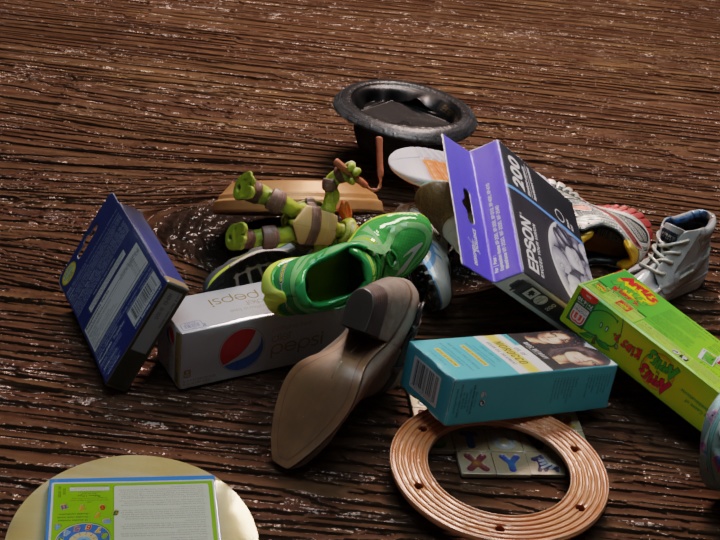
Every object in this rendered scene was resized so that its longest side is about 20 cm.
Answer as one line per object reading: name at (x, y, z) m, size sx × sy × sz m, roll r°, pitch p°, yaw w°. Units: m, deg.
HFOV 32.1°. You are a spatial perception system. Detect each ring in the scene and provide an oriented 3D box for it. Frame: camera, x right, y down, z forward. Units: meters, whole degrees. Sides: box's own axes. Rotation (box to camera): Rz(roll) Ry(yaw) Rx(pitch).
ring at (0.123, 0.182, 1.122) m, size 0.198 × 0.019 × 0.201 m, roll 5°, pitch 29°, yaw -3°

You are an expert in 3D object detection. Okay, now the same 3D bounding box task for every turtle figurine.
turtle figurine at (-0.058, -0.059, 1.319) m, size 0.160 × 0.202 × 0.064 m, roll 11°, pitch 13°, yaw -32°

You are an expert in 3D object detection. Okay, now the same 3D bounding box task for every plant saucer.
plant saucer at (-0.072, -0.083, 1.451) m, size 0.198 × 0.038 × 0.200 m, roll 0°, pitch 0°, yaw 0°

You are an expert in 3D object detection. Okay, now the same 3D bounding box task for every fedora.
fedora at (0.056, -0.183, 1.684) m, size 0.198 × 0.092 × 0.201 m, roll 4°, pitch 29°, yaw -3°

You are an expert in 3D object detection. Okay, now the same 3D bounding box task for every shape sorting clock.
shape sorting clock at (-0.179, 0.219, 0.989) m, size 0.198 × 0.040 × 0.201 m, roll 6°, pitch 30°, yaw -3°

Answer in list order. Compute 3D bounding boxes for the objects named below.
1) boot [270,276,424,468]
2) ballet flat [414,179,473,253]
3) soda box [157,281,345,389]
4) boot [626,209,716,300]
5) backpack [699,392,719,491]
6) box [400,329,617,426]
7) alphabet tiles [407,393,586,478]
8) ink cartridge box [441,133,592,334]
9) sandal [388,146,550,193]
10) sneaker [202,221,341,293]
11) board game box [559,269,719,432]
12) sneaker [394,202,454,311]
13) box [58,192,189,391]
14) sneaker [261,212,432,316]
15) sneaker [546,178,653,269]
boot at (-0.002, 0.098, 1.178) m, size 0.070 × 0.201 × 0.146 m, roll 30°, pitch 1°, yaw 22°
ballet flat at (0.143, -0.030, 1.402) m, size 0.199 × 0.068 × 0.073 m, roll 33°, pitch 35°, yaw -30°
soda box at (-0.102, 0.057, 1.259) m, size 0.198 × 0.069 × 0.064 m, roll -11°, pitch 34°, yaw -28°
boot at (0.338, -0.011, 1.431) m, size 0.073 × 0.096 × 0.199 m, roll 27°, pitch 36°, yaw 33°
backpack at (0.402, 0.149, 1.128) m, size 0.199 × 0.168 × 0.126 m, roll -23°, pitch 21°, yaw -36°
box at (0.144, 0.100, 1.200) m, size 0.198 × 0.050 × 0.082 m, roll -2°, pitch 25°, yaw -32°
alphabet tiles at (0.131, 0.137, 1.225) m, size 0.165 × 0.006 × 0.201 m, roll 2°, pitch 30°, yaw -7°
ink cartridge box at (0.175, -0.043, 1.352) m, size 0.199 × 0.043 × 0.199 m, roll 31°, pitch 37°, yaw -34°
sandal at (0.129, -0.092, 1.486) m, size 0.205 × 0.060 × 0.079 m, roll 10°, pitch 35°, yaw -12°
sneaker at (-0.102, -0.004, 1.382) m, size 0.080 × 0.075 × 0.199 m, roll 6°, pitch 23°, yaw 43°
board game box at (0.309, 0.082, 1.256) m, size 0.200 × 0.048 × 0.101 m, roll 41°, pitch 31°, yaw 27°
sneaker at (0.083, -0.024, 1.429) m, size 0.072 × 0.072 × 0.201 m, roll -10°, pitch 31°, yaw -1°
box at (-0.242, 0.015, 1.256) m, size 0.032 × 0.122 × 0.200 m, roll 23°, pitch 17°, yaw -38°
sneaker at (0.000, 0.000, 1.225) m, size 0.199 × 0.075 × 0.083 m, roll -25°, pitch 18°, yaw -31°
sneaker at (0.252, -0.055, 1.512) m, size 0.198 × 0.078 × 0.082 m, roll 14°, pitch 32°, yaw 14°
